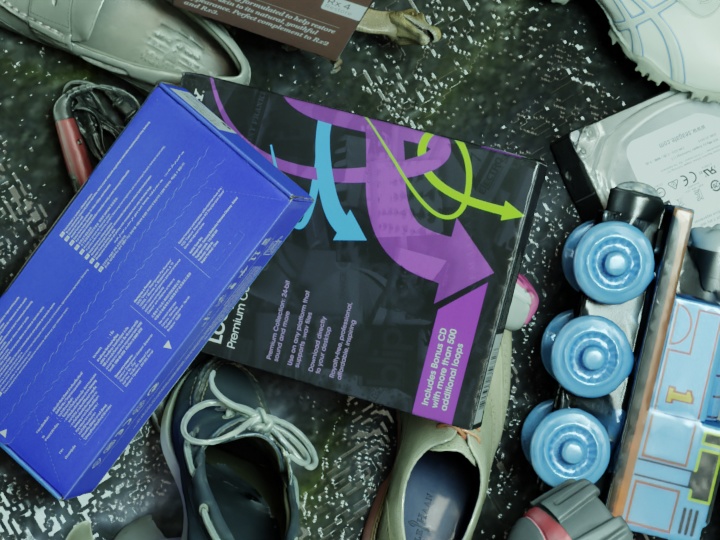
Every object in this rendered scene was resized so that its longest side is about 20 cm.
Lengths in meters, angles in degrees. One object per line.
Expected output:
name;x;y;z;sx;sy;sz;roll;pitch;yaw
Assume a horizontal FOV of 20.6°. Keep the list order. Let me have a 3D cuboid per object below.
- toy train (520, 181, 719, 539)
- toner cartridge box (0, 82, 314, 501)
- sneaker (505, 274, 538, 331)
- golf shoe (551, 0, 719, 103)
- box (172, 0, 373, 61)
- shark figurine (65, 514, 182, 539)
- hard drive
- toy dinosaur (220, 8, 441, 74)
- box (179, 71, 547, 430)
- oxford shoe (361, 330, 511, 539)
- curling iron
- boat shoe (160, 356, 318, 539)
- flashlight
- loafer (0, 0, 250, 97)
toy train;0.160;0.054;1.120;0.113;0.087;0.202;13;92;-1
toner cartridge box;-0.122;0.012;1.022;0.095;0.043;0.200;41;100;12
sneaker;0.000;0.000;1.094;0.198;0.081;0.089;20;95;10
golf shoe;0.177;-0.174;1.157;0.199;0.097;0.079;32;60;-1
box;-0.034;-0.224;1.093;0.099;0.075;0.201;18;53;-13
shark figurine;-0.090;0.161;1.051;0.212;0.090;0.129;-6;116;-10
hard drive;0.216;-0.013;1.194;0.139;0.038;0.201;-22;89;-19
toy dinosaur;-0.048;-0.176;1.137;0.200;0.058;0.101;44;54;7
box;-0.016;-0.012;1.037;0.198;0.036;0.144;15;93;13
oxford shoe;0.055;0.087;1.106;0.070;0.074;0.202;14;76;-12
curling iron;-0.129;-0.010;1.089;0.049;0.026;0.202;-11;85;-16
boat shoe;-0.064;0.104;1.016;0.074;0.062;0.201;23;31;-16
flashlight;0.053;0.187;1.038;0.199;0.068;0.068;-31;125;-14
loafer;-0.148;-0.150;1.082;0.199;0.070;0.070;27;74;-12
